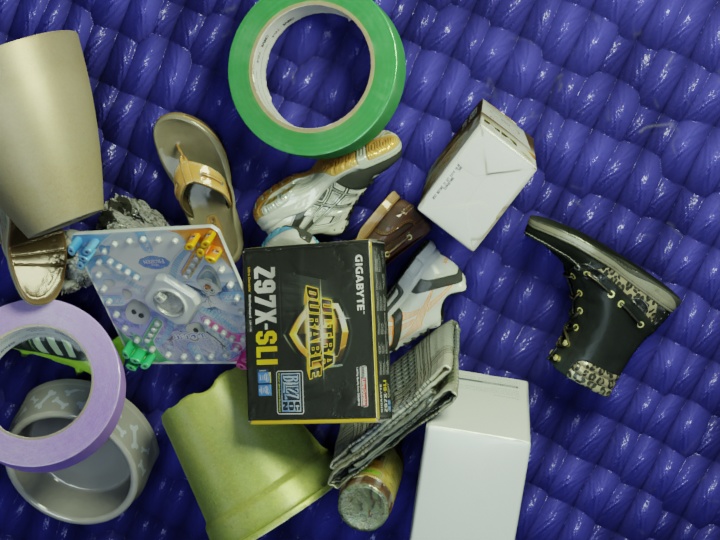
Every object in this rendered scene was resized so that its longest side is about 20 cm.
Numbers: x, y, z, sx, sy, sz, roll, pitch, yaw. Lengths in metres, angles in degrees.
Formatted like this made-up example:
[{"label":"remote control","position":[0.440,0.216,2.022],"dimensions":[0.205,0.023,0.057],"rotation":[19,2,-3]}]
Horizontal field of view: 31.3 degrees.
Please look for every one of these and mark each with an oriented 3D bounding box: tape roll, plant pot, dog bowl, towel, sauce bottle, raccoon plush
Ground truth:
[{"label":"tape roll","position":[-0.050,-0.229,1.463],"dimensions":[0.200,0.048,0.201],"rotation":[0,90,15]},{"label":"plant pot","position":[-0.376,-0.145,1.470],"dimensions":[0.187,0.187,0.201],"rotation":[-20,94,12]},{"label":"tape roll","position":[-0.383,0.137,1.532],"dimensions":[0.199,0.066,0.201],"rotation":[1,75,-4]},{"label":"dog bowl","position":[-0.358,0.236,1.626],"dimensions":[0.199,0.059,0.201],"rotation":[5,119,9]},{"label":"plant pot","position":[-0.142,0.219,1.561],"dimensions":[0.200,0.200,0.185],"rotation":[-33,87,14]},{"label":"towel","position":[0.038,0.149,1.499],"dimensions":[0.192,0.200,0.035],"rotation":[-39,103,16]},{"label":"sauce bottle","position":[0.018,0.238,1.525],"dimensions":[0.064,0.200,0.065],"rotation":[2,106,8]},{"label":"raccoon plush","position":[-0.277,0.007,1.548],"dimensions":[0.200,0.097,0.134],"rotation":[42,112,12]}]

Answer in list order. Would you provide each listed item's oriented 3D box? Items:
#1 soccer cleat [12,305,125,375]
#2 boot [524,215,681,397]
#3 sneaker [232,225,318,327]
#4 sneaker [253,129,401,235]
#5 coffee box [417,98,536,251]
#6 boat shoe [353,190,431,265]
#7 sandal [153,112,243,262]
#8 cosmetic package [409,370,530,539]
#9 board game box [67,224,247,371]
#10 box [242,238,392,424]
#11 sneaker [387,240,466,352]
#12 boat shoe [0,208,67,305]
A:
[{"label":"soccer cleat","position":[-0.388,0.075,1.613],"dimensions":[0.199,0.068,0.081],"rotation":[19,97,-4]},{"label":"boot","position":[0.253,0.042,1.504],"dimensions":[0.203,0.073,0.154],"rotation":[30,102,-5]},{"label":"sneaker","position":[-0.114,0.033,1.522],"dimensions":[0.075,0.087,0.200],"rotation":[32,124,-8]},{"label":"sneaker","position":[-0.027,-0.091,1.521],"dimensions":[0.200,0.076,0.088],"rotation":[-29,113,19]},{"label":"coffee box","position":[0.131,-0.110,1.418],"dimensions":[0.080,0.200,0.114],"rotation":[37,107,-4]},{"label":"boat shoe","position":[0.000,0.000,1.532],"dimensions":[0.070,0.070,0.200],"rotation":[42,106,0]},{"label":"sandal","position":[-0.193,-0.094,1.541],"dimensions":[0.080,0.054,0.201],"rotation":[-14,103,12]},{"label":"cosmetic package","position":[0.127,0.246,1.513],"dimensions":[0.122,0.200,0.200],"rotation":[9,106,5]},{"label":"board game box","position":[-0.222,0.038,1.493],"dimensions":[0.199,0.026,0.200],"rotation":[-2,127,24]},{"label":"box","position":[-0.049,0.070,1.433],"dimensions":[0.159,0.049,0.201],"rotation":[-3,86,24]},{"label":"sneaker","position":[0.052,0.064,1.542],"dimensions":[0.080,0.074,0.200],"rotation":[35,107,-5]},{"label":"boat shoe","position":[-0.403,-0.048,1.545],"dimensions":[0.072,0.065,0.201],"rotation":[-8,74,-30]}]
